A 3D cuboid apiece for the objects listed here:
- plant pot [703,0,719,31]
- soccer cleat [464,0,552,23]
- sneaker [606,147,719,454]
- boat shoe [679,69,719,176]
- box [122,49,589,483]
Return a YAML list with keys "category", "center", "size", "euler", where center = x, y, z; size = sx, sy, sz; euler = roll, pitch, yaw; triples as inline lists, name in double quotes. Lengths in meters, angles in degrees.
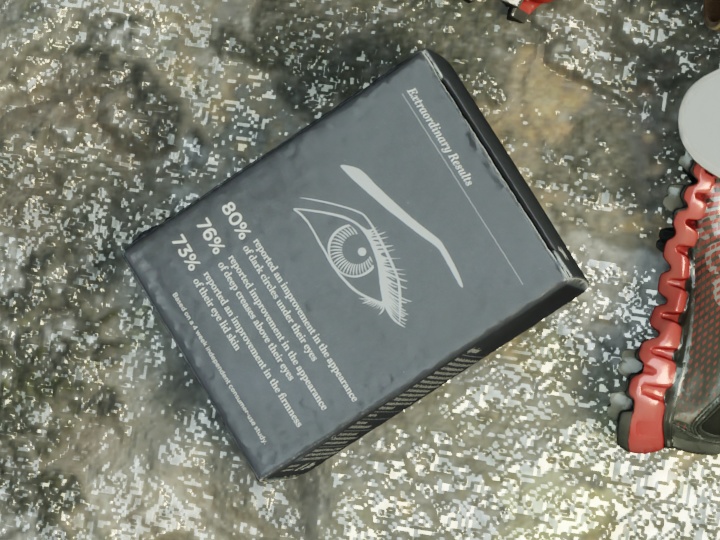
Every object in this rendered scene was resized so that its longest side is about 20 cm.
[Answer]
- category: "plant pot"
  center: [0.300, -0.183, 1.285]
  size: [0.200, 0.187, 0.187]
  euler: [17, 90, -4]
- category: "soccer cleat"
  center: [0.028, -0.207, 1.384]
  size: [0.200, 0.069, 0.085]
  euler: [24, 83, 8]
- category: "sneaker"
  center: [0.198, 0.007, 1.335]
  size: [0.098, 0.071, 0.201]
  euler: [14, 92, 11]
- category: "boat shoe"
  center: [0.262, -0.071, 1.271]
  size: [0.200, 0.070, 0.071]
  euler: [-2, 88, 19]
- category: "box"
  center: [0.000, 0.000, 1.355]
  size: [0.200, 0.104, 0.148]
  euler: [-32, 82, 7]
